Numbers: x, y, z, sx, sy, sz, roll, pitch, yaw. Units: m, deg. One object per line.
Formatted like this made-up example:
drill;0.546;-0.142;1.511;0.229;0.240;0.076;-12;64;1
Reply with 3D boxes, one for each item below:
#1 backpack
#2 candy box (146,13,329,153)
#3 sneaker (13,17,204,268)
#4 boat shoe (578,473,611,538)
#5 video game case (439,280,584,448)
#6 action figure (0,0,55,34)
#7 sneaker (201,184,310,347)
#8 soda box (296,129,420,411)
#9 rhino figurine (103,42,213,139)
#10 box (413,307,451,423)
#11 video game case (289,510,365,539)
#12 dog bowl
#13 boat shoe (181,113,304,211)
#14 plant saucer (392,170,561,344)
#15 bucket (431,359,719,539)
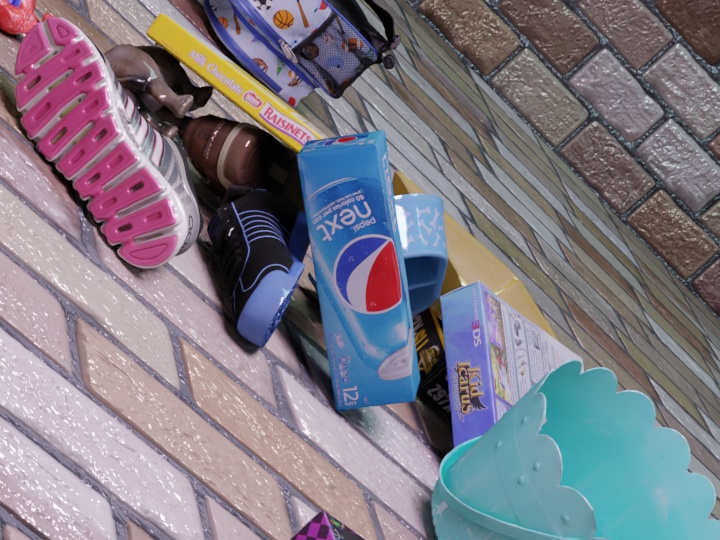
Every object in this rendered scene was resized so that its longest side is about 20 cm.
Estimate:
backpack;-0.079;-0.281;2.360;0.191;0.154;0.200;51;3;-33
candy box;-0.079;-0.132;1.805;0.200;0.026;0.102;38;1;5
sneaker;-0.173;-0.087;1.594;0.200;0.074;0.087;57;14;13
boat shoe;0.200;0.214;1.821;0.073;0.063;0.202;-28;-106;61
video game case;0.137;0.135;1.898;0.181;0.045;0.201;37;41;-48
action figure;-0.295;-0.242;1.708;0.200;0.052;0.065;49;8;-13
sneaker;-0.084;-0.007;1.702;0.078;0.070;0.200;25;20;-5
soda box;0.000;0.000;1.722;0.068;0.064;0.201;-67;149;-77
rhino figurine;-0.167;-0.151;1.839;0.087;0.060;0.200;34;9;0
box;0.102;0.097;2.069;0.160;0.049;0.200;42;14;-22
video game case;0.046;0.258;1.375;0.181;0.036;0.200;41;14;-32
dog bowl;0.018;-0.002;1.845;0.200;0.111;0.050;98;-23;-71
boat shoe;-0.092;-0.082;1.871;0.074;0.075;0.202;21;-13;20
plant saucer;0.105;0.024;2.076;0.200;0.048;0.200;39;13;-35
bucket;0.159;0.182;1.685;0.207;0.135;0.208;36;30;-25
